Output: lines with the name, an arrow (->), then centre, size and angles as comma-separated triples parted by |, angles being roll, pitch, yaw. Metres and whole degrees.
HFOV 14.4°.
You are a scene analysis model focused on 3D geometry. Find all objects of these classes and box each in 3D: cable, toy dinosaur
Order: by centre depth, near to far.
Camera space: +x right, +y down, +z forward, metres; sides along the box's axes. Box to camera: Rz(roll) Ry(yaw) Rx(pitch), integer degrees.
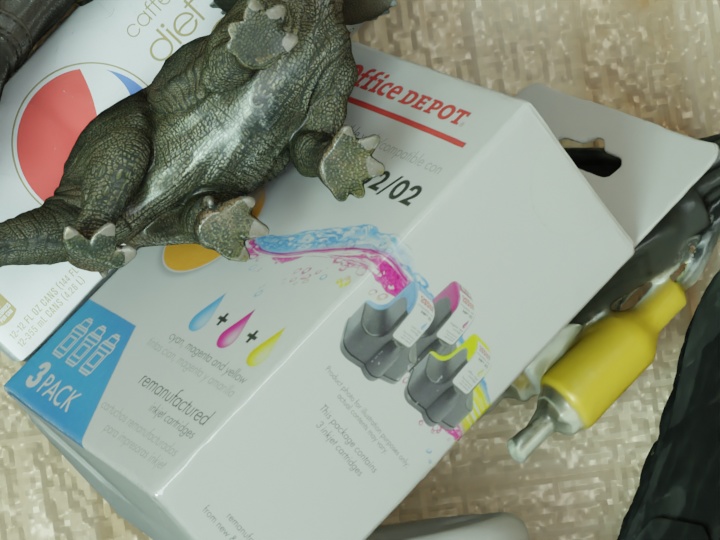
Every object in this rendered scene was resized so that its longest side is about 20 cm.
toy dinosaur -> -0.048, -0.039, 0.853 | 0.077, 0.102, 0.200 | 39, 96, -14
cable -> 0.109, -0.020, 0.940 | 0.200, 0.050, 0.097 | -29, 54, -7

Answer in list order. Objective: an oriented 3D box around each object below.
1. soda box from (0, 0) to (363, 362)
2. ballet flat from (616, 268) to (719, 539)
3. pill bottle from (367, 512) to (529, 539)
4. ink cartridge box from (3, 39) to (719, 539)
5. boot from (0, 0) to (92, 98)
soda box -> -0.063, -0.063, 0.925 | 0.068, 0.064, 0.200 | 43, 86, 0
ballet flat -> 0.134, 0.050, 0.944 | 0.066, 0.057, 0.201 | 23, 81, 28
pill bottle -> 0.014, 0.183, 0.892 | 0.113, 0.114, 0.201 | -10, 88, -3
ink cartridge box -> 0.000, 0.000, 0.870 | 0.200, 0.115, 0.068 | -46, 121, -12
boot -> -0.140, -0.085, 0.905 | 0.174, 0.200, 0.069 | -57, 130, -27
